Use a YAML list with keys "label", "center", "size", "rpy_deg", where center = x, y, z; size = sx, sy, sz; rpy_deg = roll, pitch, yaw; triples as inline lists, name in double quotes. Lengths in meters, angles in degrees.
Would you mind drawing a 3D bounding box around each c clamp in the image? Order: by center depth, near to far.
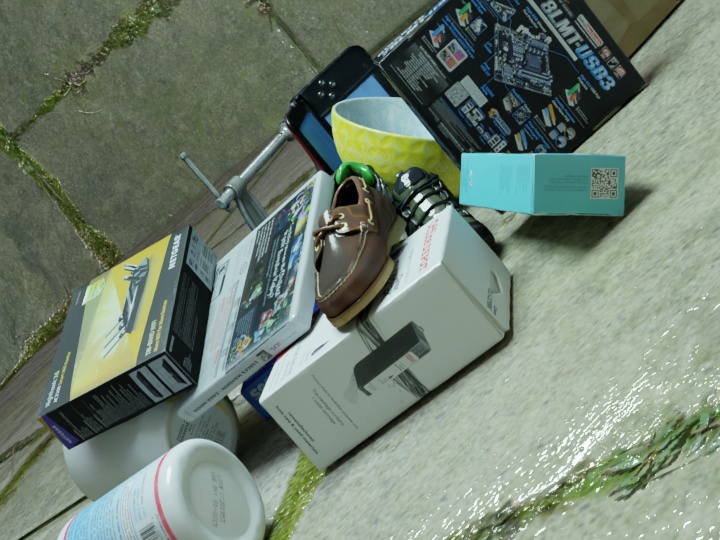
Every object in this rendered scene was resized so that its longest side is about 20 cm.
- label: "c clamp"
  center: [-0.102, -0.112, 1.489]
  size: [0.027, 0.172, 0.200]
  rpy_deg: [-22, 17, 43]

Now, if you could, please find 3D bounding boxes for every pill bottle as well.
- label: "pill bottle"
  center: [-0.180, 0.229, 1.033]
  size: [0.199, 0.109, 0.109]
  rpy_deg: [-35, 14, 27]

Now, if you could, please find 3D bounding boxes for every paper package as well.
- label: "paper package"
  center: [0.246, -0.280, 1.467]
  size: [0.200, 0.104, 0.190]
  rpy_deg: [-47, 13, -18]

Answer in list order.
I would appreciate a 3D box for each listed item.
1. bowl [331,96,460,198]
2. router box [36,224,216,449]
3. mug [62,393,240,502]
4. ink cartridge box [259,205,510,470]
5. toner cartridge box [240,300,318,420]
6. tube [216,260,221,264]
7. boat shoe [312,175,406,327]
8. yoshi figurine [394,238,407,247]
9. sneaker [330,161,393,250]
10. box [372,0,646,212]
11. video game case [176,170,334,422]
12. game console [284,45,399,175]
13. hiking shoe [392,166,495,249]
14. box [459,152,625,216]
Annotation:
- label: "bowl"
  center: [0.060, -0.122, 1.436]
  size: [0.200, 0.197, 0.109]
  rpy_deg: [-81, -2, -71]
- label: "router box"
  center: [-0.225, 0.062, 1.242]
  size: [0.156, 0.052, 0.201]
  rpy_deg: [-28, 32, 19]
- label: "mug"
  center: [-0.202, 0.147, 1.255]
  size: [0.148, 0.189, 0.152]
  rpy_deg: [-19, 5, -39]
- label: "ink cartridge box"
  center: [0.024, 0.053, 1.058]
  size: [0.199, 0.084, 0.145]
  rpy_deg: [-37, 12, 19]
- label: "toner cartridge box"
  center: [-0.072, 0.080, 1.359]
  size: [0.095, 0.043, 0.200]
  rpy_deg: [-41, 12, 13]
- label: "tube"
  center: [-0.114, -0.013, 1.501]
  size: [0.078, 0.050, 0.200]
  rpy_deg: [-54, -9, 33]
- label: "boat shoe"
  center: [-0.011, -0.021, 1.062]
  size: [0.070, 0.070, 0.200]
  rpy_deg: [-36, 14, 18]
- label: "yoshi figurine"
  center: [-0.002, -0.016, 1.340]
  size: [0.111, 0.113, 0.200]
  rpy_deg: [-34, 10, -1]
- label: "sneaker"
  center: [0.004, -0.075, 1.274]
  size: [0.077, 0.086, 0.200]
  rpy_deg: [-4, 19, -2]
- label: "box"
  center: [0.148, -0.197, 1.256]
  size: [0.198, 0.200, 0.050]
  rpy_deg: [-42, 14, 1]
- label: "video game case"
  center: [-0.097, 0.023, 1.187]
  size: [0.181, 0.023, 0.201]
  rpy_deg: [-39, 28, 35]
- label: "game console"
  center: [0.014, -0.154, 1.524]
  size: [0.172, 0.200, 0.118]
  rpy_deg: [-44, 14, -14]
- label: "hiking shoe"
  center: [0.067, -0.047, 1.227]
  size: [0.076, 0.101, 0.200]
  rpy_deg: [-42, 12, 0]
- label: "box"
  center: [0.152, -0.076, 1.092]
  size: [0.081, 0.050, 0.200]
  rpy_deg: [0, 5, -13]
